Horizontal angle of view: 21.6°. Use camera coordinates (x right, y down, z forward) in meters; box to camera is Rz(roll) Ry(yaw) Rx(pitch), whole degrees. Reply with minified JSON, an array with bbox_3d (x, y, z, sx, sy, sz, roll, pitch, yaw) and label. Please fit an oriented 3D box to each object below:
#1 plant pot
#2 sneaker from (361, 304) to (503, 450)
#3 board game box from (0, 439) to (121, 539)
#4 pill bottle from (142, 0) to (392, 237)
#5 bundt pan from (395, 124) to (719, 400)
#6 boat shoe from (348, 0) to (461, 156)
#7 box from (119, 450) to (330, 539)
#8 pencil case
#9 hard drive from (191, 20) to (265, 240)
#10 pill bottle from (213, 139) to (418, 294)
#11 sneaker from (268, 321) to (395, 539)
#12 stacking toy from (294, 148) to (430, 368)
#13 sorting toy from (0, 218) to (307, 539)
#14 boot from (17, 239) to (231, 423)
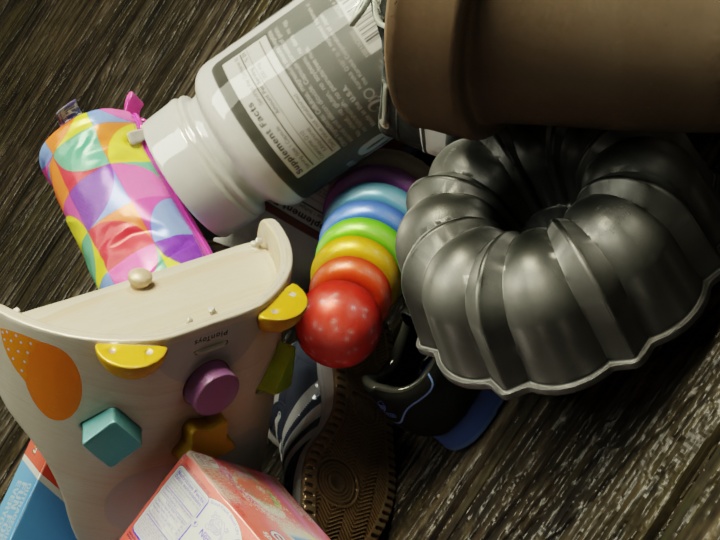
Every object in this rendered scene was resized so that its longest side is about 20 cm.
[{"bbox_3d":[0.130,-0.148,1.004,0.174,0.200,0.201,19,76,19],"label":"plant pot"},{"bbox_3d":[0.077,0.011,1.155,0.200,0.078,0.070,-60,28,-1],"label":"sneaker"},{"bbox_3d":[-0.138,0.186,1.205,0.040,0.200,0.153,2,65,58],"label":"board game box"},{"bbox_3d":[-0.037,-0.116,1.255,0.200,0.114,0.114,-34,34,10],"label":"pill bottle"},{"bbox_3d":[0.106,-0.028,1.071,0.201,0.076,0.202,-19,39,16],"label":"bundt pan"},{"bbox_3d":[0.035,-0.155,1.102,0.068,0.200,0.074,18,52,20],"label":"boat shoe"},{"bbox_3d":[-0.048,0.208,1.078,0.200,0.095,0.103,43,102,36],"label":"box"},{"bbox_3d":[-0.147,-0.022,1.259,0.088,0.088,0.200,-43,59,26],"label":"pencil case"},{"bbox_3d":[-0.080,-0.074,1.435,0.042,0.135,0.200,32,89,47],"label":"hard drive"},{"bbox_3d":[-0.034,-0.067,1.368,0.200,0.112,0.112,-60,28,5],"label":"pill bottle"},{"bbox_3d":[-0.035,0.123,1.238,0.108,0.070,0.200,-34,36,40],"label":"sneaker"},{"bbox_3d":[0.000,0.000,1.223,0.085,0.085,0.200,-41,14,30],"label":"stacking toy"},{"bbox_3d":[-0.112,0.089,1.143,0.107,0.200,0.180,35,133,43],"label":"sorting toy"},{"bbox_3d":[-0.148,0.065,1.321,0.146,0.070,0.200,37,103,33],"label":"boot"}]
